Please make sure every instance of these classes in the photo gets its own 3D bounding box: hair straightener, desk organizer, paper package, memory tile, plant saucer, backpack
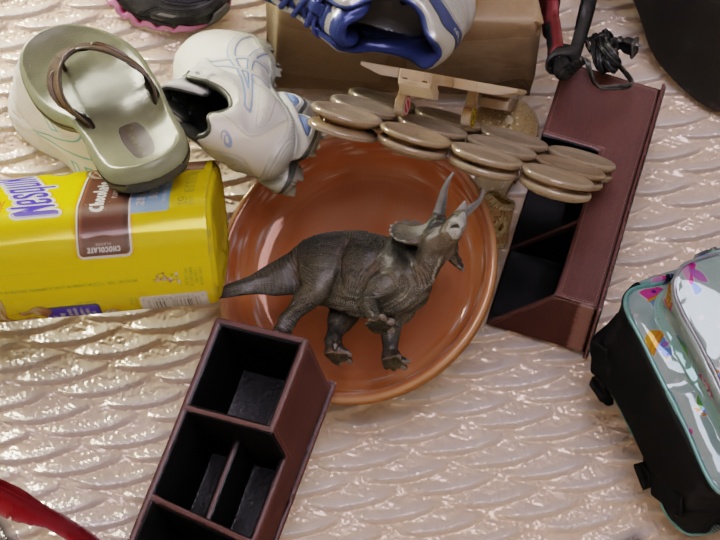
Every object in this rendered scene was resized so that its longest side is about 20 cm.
[{"bbox_3d":[0.172,-0.177,1.749,0.077,0.041,0.200,9,23,-2],"label":"hair straightener"},{"bbox_3d":[0.155,-0.046,1.712,0.077,0.072,0.200,16,60,5],"label":"desk organizer"},{"bbox_3d":[0.029,-0.234,1.784,0.199,0.104,0.191,1,60,-5],"label":"paper package"},{"bbox_3d":[0.071,-0.086,1.627,0.200,0.153,0.017,18,103,10],"label":"memory tile"},{"bbox_3d":[0.000,0.000,1.655,0.200,0.037,0.201,-5,69,13],"label":"plant saucer"},{"bbox_3d":[0.281,0.063,1.618,0.200,0.153,0.176,-15,68,-28],"label":"backpack"},{"bbox_3d":[-0.089,0.139,1.545,0.072,0.077,0.200,13,67,18],"label":"desk organizer"}]

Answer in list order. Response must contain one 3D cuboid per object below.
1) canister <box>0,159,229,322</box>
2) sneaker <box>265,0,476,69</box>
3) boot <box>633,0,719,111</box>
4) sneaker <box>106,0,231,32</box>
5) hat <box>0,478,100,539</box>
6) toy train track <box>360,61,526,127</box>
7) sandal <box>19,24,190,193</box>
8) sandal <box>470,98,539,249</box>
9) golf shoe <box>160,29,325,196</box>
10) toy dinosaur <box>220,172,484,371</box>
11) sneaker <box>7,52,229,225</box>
[{"bbox_3d":[-0.193,-0.019,1.602,0.199,0.087,0.149,-5,17,1],"label":"canister"},{"bbox_3d":[-0.020,-0.197,1.640,0.200,0.075,0.088,14,40,6],"label":"sneaker"},{"bbox_3d":[0.246,-0.211,1.818,0.200,0.074,0.075,56,29,8],"label":"boot"},{"bbox_3d":[-0.178,-0.258,1.779,0.200,0.095,0.079,38,62,13],"label":"sneaker"},{"bbox_3d":[-0.256,0.088,1.522,0.176,0.200,0.166,2,71,9],"label":"hat"},{"bbox_3d":[0.069,-0.119,1.668,0.114,0.200,0.033,12,96,20],"label":"toy train track"},{"bbox_3d":[-0.173,-0.123,1.606,0.080,0.057,0.201,-33,41,-11],"label":"sandal"},{"bbox_3d":[0.077,-0.052,1.705,0.077,0.070,0.212,21,61,6],"label":"sandal"},{"bbox_3d":[-0.103,-0.128,1.675,0.097,0.078,0.200,16,16,-32],"label":"golf shoe"},{"bbox_3d":[-0.004,0.008,1.604,0.200,0.077,0.102,-8,52,30],"label":"toy dinosaur"},{"bbox_3d":[-0.176,-0.088,1.693,0.200,0.080,0.070,38,62,13],"label":"sneaker"}]
